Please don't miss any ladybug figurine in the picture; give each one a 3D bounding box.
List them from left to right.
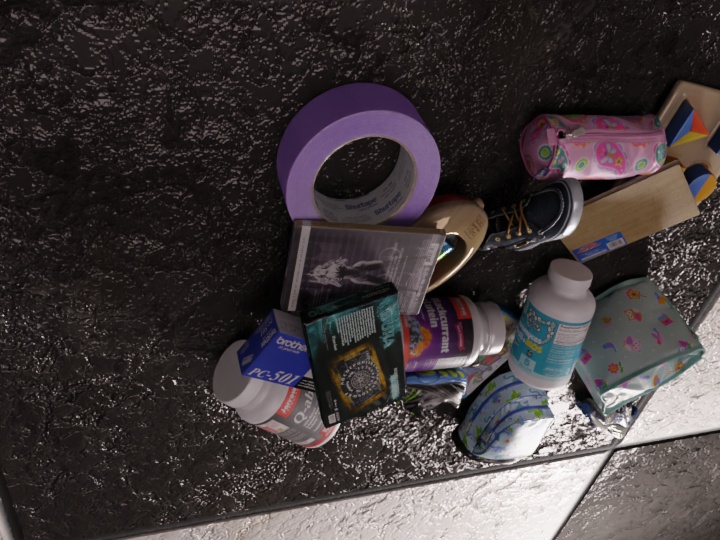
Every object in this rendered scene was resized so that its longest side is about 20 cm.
[{"bbox_3d":[0.090,-0.038,0.960,0.199,0.073,0.135,-38,140,16],"label":"ladybug figurine"}]

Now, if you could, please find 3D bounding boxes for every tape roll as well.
[{"bbox_3d":[-0.003,-0.124,0.851,0.195,0.066,0.203,-12,135,-12],"label":"tape roll"}]

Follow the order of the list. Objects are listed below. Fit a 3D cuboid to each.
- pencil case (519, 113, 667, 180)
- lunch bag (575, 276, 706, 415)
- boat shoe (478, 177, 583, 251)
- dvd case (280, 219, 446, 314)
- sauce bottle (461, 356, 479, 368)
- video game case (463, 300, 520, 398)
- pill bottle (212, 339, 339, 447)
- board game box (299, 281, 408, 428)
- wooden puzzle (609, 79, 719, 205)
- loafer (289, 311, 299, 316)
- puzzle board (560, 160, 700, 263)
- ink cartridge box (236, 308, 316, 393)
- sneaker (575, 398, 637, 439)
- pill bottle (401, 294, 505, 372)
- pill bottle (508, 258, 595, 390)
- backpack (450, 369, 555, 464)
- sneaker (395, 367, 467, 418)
[{"bbox_3d":[0.312,-0.167,0.922,0.195,0.088,0.089,-3,133,-20],"label":"pencil case"},{"bbox_3d":[0.465,0.123,1.194,0.197,0.172,0.122,-29,142,5],"label":"lunch bag"},{"bbox_3d":[0.221,-0.067,0.940,0.089,0.073,0.200,-5,166,-14],"label":"boat shoe"},{"bbox_3d":[0.000,0.000,0.901,0.195,0.016,0.151,2,134,-14],"label":"dvd case"},{"bbox_3d":[0.099,0.157,1.149,0.195,0.065,0.066,-11,135,-8],"label":"sauce bottle"},{"bbox_3d":[0.205,0.145,1.220,0.141,0.018,0.200,23,120,-37],"label":"video game case"},{"bbox_3d":[-0.124,0.190,1.059,0.115,0.117,0.199,-39,134,17],"label":"pill bottle"},{"bbox_3d":[-0.004,0.120,0.949,0.132,0.028,0.204,-17,128,-13],"label":"board game box"},{"bbox_3d":[0.490,-0.173,1.016,0.195,0.047,0.188,3,130,-24],"label":"wooden puzzle"},{"bbox_3d":[-0.048,0.051,1.001,0.069,0.071,0.201,10,131,-45],"label":"loafer"},{"bbox_3d":[0.400,-0.085,1.048,0.197,0.018,0.150,-25,143,26],"label":"puzzle board"},{"bbox_3d":[-0.069,0.124,0.981,0.198,0.045,0.094,22,121,-39],"label":"ink cartridge box"},{"bbox_3d":[0.525,0.289,1.456,0.198,0.077,0.086,24,110,-45],"label":"sneaker"},{"bbox_3d":[0.121,0.096,1.073,0.195,0.113,0.113,-3,133,-20],"label":"pill bottle"},{"bbox_3d":[0.317,0.086,1.132,0.108,0.111,0.204,-2,120,-20],"label":"pill bottle"},{"bbox_3d":[0.281,0.279,1.304,0.159,0.155,0.204,8,116,-19],"label":"backpack"},{"bbox_3d":[0.075,0.194,1.084,0.194,0.071,0.085,0,103,-13],"label":"sneaker"}]
